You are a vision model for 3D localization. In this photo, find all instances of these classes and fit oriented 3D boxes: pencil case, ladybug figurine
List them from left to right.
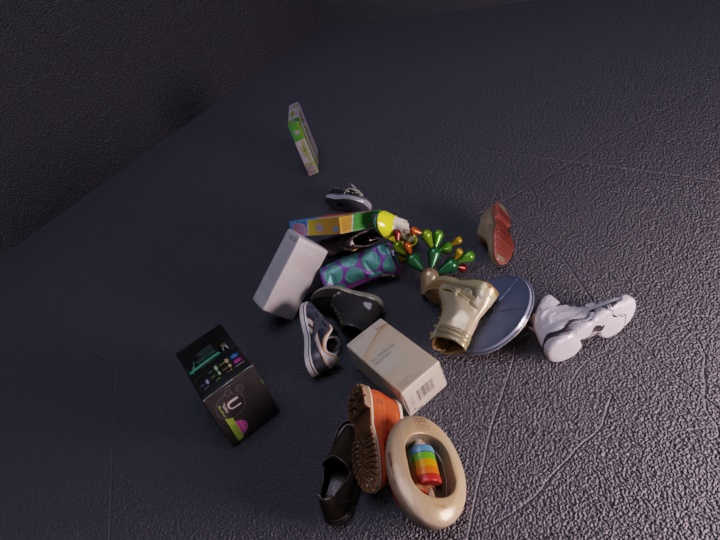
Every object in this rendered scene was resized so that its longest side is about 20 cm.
[{"bbox_3d":[0.000,0.000,1.462,0.197,0.085,0.094,-21,64,5],"label":"pencil case"},{"bbox_3d":[0.100,0.332,0.960,0.133,0.073,0.202,11,39,-15],"label":"ladybug figurine"}]

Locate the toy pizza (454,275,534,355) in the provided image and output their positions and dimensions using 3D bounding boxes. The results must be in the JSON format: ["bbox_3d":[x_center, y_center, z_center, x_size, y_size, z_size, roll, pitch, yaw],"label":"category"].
[{"bbox_3d":[0.272,0.094,1.200,0.199,0.032,0.201,-36,27,21],"label":"toy pizza"}]

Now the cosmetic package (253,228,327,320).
[{"bbox_3d":[-0.175,0.012,1.459,0.074,0.101,0.202,33,95,50],"label":"cosmetic package"}]

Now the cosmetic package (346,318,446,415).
[{"bbox_3d":[0.070,0.191,1.186,0.103,0.074,0.199,-36,38,-18],"label":"cosmetic package"}]

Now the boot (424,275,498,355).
[{"bbox_3d":[0.181,0.095,1.225,0.199,0.073,0.157,3,55,55],"label":"boot"}]

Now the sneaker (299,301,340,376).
[{"bbox_3d":[-0.089,0.146,1.333,0.078,0.079,0.202,-22,46,9],"label":"sneaker"}]

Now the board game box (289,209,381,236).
[{"bbox_3d":[-0.064,-0.121,1.498,0.198,0.041,0.152,0,11,45],"label":"board game box"}]

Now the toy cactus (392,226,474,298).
[{"bbox_3d":[0.165,-0.016,1.381,0.196,0.102,0.168,13,72,-3],"label":"toy cactus"}]

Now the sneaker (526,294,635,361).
[{"bbox_3d":[0.416,0.085,1.121,0.198,0.076,0.115,-29,38,-2],"label":"sneaker"}]

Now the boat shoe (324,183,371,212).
[{"bbox_3d":[-0.028,-0.220,1.776,0.198,0.074,0.069,12,62,52],"label":"boat shoe"}]

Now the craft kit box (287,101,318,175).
[{"bbox_3d":[-0.203,-0.474,2.097,0.048,0.202,0.199,-19,34,5],"label":"craft kit box"}]

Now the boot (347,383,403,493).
[{"bbox_3d":[0.040,0.302,1.042,0.075,0.106,0.202,-47,31,35],"label":"boot"}]

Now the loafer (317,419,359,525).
[{"bbox_3d":[-0.029,0.344,1.043,0.072,0.072,0.202,-10,37,18],"label":"loafer"}]

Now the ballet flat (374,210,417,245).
[{"bbox_3d":[0.096,-0.101,1.464,0.066,0.200,0.068,0,76,22],"label":"ballet flat"}]

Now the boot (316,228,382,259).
[{"bbox_3d":[-0.005,-0.077,1.508,0.173,0.070,0.199,-12,10,46],"label":"boot"}]

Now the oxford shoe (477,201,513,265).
[{"bbox_3d":[0.322,-0.077,1.414,0.074,0.070,0.202,-33,27,36],"label":"oxford shoe"}]

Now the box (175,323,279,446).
[{"bbox_3d":[-0.288,0.241,1.259,0.124,0.150,0.199,-34,37,-17],"label":"box"}]

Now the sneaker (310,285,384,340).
[{"bbox_3d":[-0.051,0.099,1.370,0.197,0.076,0.107,3,40,31],"label":"sneaker"}]
